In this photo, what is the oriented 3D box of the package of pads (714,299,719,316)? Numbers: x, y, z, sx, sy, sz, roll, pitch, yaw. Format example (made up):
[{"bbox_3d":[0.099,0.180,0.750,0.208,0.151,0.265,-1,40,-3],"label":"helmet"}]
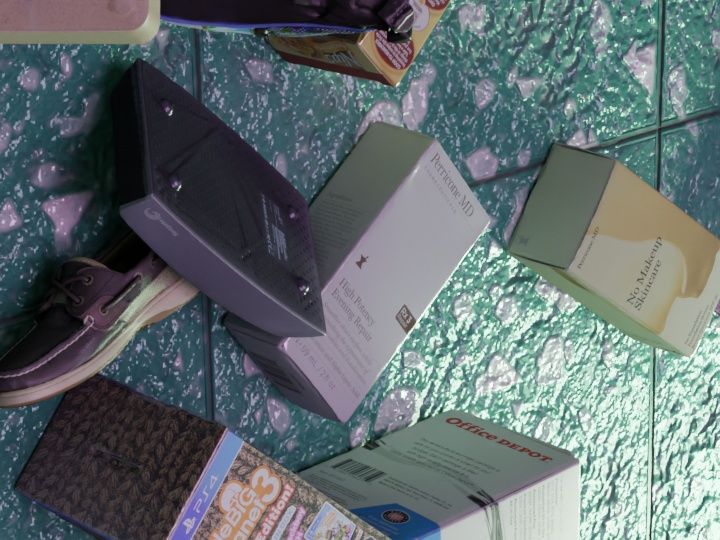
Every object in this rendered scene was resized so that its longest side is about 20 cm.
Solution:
[{"bbox_3d":[0.401,-0.022,2.096,0.120,0.075,0.201,33,79,-47],"label":"package of pads"}]

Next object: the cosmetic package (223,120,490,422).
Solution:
[{"bbox_3d":[0.000,0.000,1.710,0.200,0.074,0.102,-53,133,-17],"label":"cosmetic package"}]

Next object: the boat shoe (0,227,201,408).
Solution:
[{"bbox_3d":[-0.178,0.020,1.546,0.201,0.071,0.066,-37,117,-39],"label":"boat shoe"}]

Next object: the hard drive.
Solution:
[{"bbox_3d":[-0.097,-0.041,1.574,0.200,0.042,0.136,40,31,-45],"label":"hard drive"}]

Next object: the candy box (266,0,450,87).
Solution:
[{"bbox_3d":[0.024,-0.230,1.630,0.055,0.115,0.201,46,70,-41],"label":"candy box"}]

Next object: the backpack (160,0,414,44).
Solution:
[{"bbox_3d":[-0.068,-0.242,1.500,0.198,0.147,0.184,-2,104,-2],"label":"backpack"}]

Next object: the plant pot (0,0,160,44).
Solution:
[{"bbox_3d":[-0.199,-0.214,1.321,0.198,0.177,0.201,-2,106,-15],"label":"plant pot"}]

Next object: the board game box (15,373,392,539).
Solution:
[{"bbox_3d":[-0.104,0.168,1.597,0.200,0.159,0.097,39,75,-43],"label":"board game box"}]

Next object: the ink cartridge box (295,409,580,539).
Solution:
[{"bbox_3d":[0.050,0.188,1.764,0.199,0.146,0.085,-19,116,-39],"label":"ink cartridge box"}]

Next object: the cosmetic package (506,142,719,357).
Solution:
[{"bbox_3d":[0.218,-0.015,1.919,0.200,0.071,0.106,30,82,-45],"label":"cosmetic package"}]
